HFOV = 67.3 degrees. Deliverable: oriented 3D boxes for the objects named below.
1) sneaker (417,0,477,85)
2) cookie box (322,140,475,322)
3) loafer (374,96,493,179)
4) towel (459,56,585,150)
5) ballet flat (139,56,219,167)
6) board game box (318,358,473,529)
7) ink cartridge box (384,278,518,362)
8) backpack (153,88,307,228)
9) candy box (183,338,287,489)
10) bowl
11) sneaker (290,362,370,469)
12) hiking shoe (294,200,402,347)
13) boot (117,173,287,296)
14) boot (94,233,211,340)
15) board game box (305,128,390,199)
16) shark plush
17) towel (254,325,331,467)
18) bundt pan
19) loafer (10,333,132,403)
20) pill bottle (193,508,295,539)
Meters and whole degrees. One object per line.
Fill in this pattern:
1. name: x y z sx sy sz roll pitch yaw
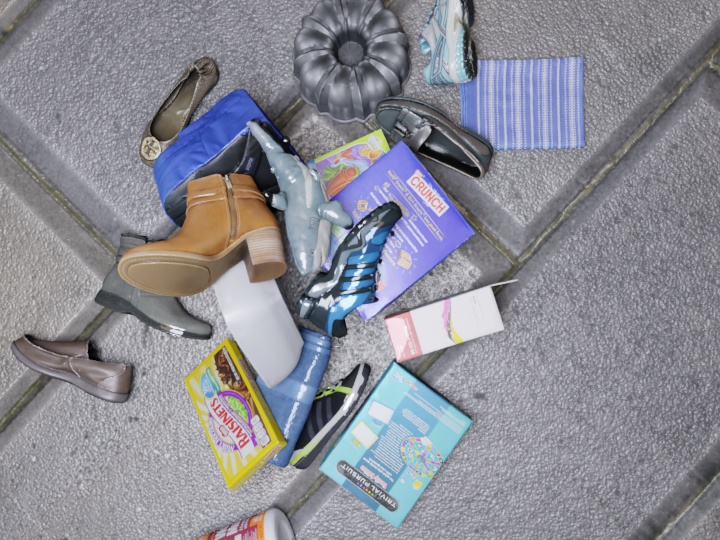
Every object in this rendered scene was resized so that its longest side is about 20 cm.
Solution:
1. sneaker: 0.128 -0.384 0.843 0.085 0.077 0.203 -6 74 29
2. cookie box: 0.036 -0.053 0.790 0.199 0.075 0.172 -38 88 2
3. loafer: 0.111 -0.202 0.826 0.198 0.072 0.063 23 49 -3
4. towel: 0.257 -0.266 0.860 0.197 0.024 0.147 -1 89 2
5. ballet flat: -0.296 -0.257 0.869 0.067 0.046 0.201 35 90 4
6. board game box: 0.054 0.265 0.840 0.150 0.047 0.201 36 90 3
7. ink cartridge box: 0.138 0.072 0.807 0.198 0.116 0.068 -18 87 2
8. backpack: -0.200 -0.148 0.807 0.200 0.163 0.168 -40 49 5
9. candy box: -0.192 0.209 0.808 0.102 0.026 0.200 -44 54 8
10. bowl: -0.146 0.040 0.763 0.074 0.201 0.201 -24 50 -8
11. sneaker: -0.065 0.214 0.834 0.083 0.072 0.201 38 90 4
12. hiking shoe: 0.000 0.000 0.725 0.086 0.074 0.201 38 102 -4
13. boot: -0.197 -0.053 0.659 0.198 0.074 0.156 -2 54 -34
14. boot: -0.311 0.022 0.855 0.198 0.068 0.132 22 84 1
15. board game box: 0.012 -0.100 0.853 0.133 0.045 0.202 -24 87 1
16. shark plush: -0.084 -0.099 0.681 0.083 0.090 0.202 -30 107 -37
17. towel: -0.113 0.183 0.819 0.111 0.048 0.202 14 78 38
18. bundt pan: -0.016 -0.340 0.847 0.199 0.076 0.205 0 89 3
19. loafer: -0.448 0.142 0.859 0.198 0.073 0.072 24 79 -2
20. pill bottle: -0.201 0.447 0.813 0.198 0.110 0.111 -22 88 1
